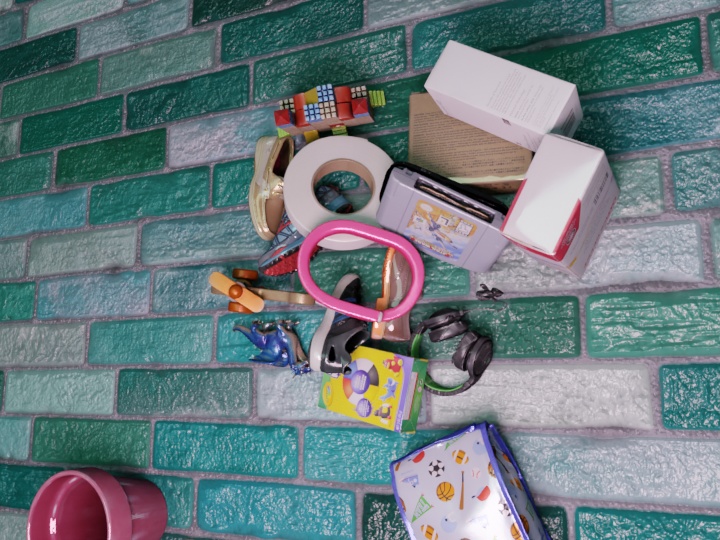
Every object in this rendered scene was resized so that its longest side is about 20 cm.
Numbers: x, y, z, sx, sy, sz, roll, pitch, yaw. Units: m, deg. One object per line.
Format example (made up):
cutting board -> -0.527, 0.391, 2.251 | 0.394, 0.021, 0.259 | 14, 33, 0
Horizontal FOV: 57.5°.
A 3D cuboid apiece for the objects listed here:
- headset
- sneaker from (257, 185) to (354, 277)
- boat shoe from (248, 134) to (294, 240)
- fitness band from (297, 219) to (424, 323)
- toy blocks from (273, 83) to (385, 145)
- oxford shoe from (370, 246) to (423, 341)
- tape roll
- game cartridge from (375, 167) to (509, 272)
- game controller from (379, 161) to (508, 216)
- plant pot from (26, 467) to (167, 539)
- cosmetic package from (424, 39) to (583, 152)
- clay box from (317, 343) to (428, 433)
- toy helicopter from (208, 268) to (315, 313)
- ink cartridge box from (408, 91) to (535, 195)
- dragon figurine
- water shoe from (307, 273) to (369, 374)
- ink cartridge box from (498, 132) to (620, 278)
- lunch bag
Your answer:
headset -> 0.145, 0.104, 0.992 | 0.124, 0.094, 0.200 | 47, 113, 24
sneaker -> -0.107, -0.071, 1.160 | 0.200, 0.079, 0.096 | -39, 61, 4
boat shoe -> -0.155, -0.155, 1.190 | 0.066, 0.074, 0.201 | -7, 78, 30
fitness band -> 0.000, 0.000, 1.016 | 0.199, 0.037, 0.144 | 18, 83, 1
toy blocks -> -0.060, -0.272, 1.106 | 0.199, 0.137, 0.100 | -8, 93, 7
oxford shoe -> 0.069, 0.017, 1.069 | 0.073, 0.071, 0.201 | 11, 86, 2
tape roll -> -0.029, -0.132, 1.094 | 0.202, 0.037, 0.203 | 1, 68, -3
game cartridge -> 0.123, -0.070, 0.993 | 0.200, 0.133, 0.042 | 25, 55, 3
game controller -> 0.127, -0.097, 1.011 | 0.200, 0.042, 0.104 | 24, 134, 5
plant pot -> -0.453, 0.450, 1.169 | 0.199, 0.179, 0.201 | -5, 79, 25
cosmetic package -> 0.204, -0.242, 0.933 | 0.200, 0.113, 0.081 | 29, 93, 27
clay box -> 0.006, 0.180, 1.051 | 0.200, 0.048, 0.115 | 7, 83, 39
toy helicopter -> -0.172, 0.038, 1.133 | 0.199, 0.132, 0.079 | 5, 85, 25
ink cartridge box -> 0.179, -0.204, 1.039 | 0.199, 0.075, 0.165 | -1, 79, 26
dragon figurine -> -0.157, 0.138, 1.149 | 0.199, 0.059, 0.100 | -2, 80, 24
water shoe -> -0.020, 0.089, 1.055 | 0.079, 0.072, 0.200 | 14, 47, 10
ink cartridge box -> 0.280, -0.081, 0.901 | 0.085, 0.200, 0.148 | 26, 92, 27
lunch bag -> 0.152, 0.335, 0.935 | 0.170, 0.124, 0.200 | -30, 78, 19
